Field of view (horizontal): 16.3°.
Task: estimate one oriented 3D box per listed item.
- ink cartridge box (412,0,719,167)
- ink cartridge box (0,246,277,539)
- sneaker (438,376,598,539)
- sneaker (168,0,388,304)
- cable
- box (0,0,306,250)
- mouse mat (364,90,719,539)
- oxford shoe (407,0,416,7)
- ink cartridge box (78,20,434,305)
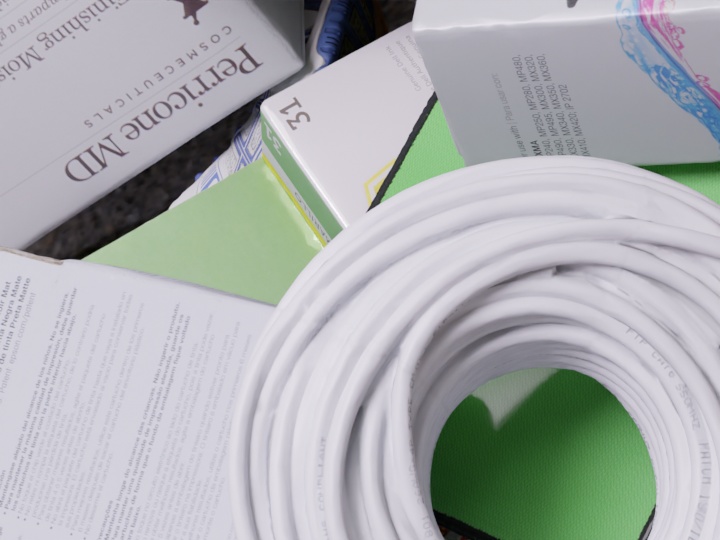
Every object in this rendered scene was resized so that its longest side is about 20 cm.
[{"bbox_3d":[0.128,-0.117,0.865,0.199,0.083,0.146,-2,55,19],"label":"ink cartridge box"},{"bbox_3d":[-0.085,0.102,0.890,0.199,0.041,0.201,13,82,35],"label":"ink cartridge box"},{"bbox_3d":[0.047,0.081,0.904,0.200,0.073,0.077,-41,34,-8],"label":"sneaker"},{"bbox_3d":[-0.040,-0.039,1.037,0.088,0.075,0.201,-6,53,27],"label":"sneaker"},{"bbox_3d":[0.060,0.063,0.792,0.199,0.069,0.201,28,83,4],"label":"cable"},{"bbox_3d":[-0.137,-0.132,1.077,0.198,0.131,0.200,-32,32,20],"label":"box"},{"bbox_3d":[0.068,-0.001,0.882,0.160,0.008,0.201,22,75,32],"label":"mouse mat"},{"bbox_3d":[0.049,-0.120,1.021,0.199,0.058,0.075,19,35,13],"label":"oxford shoe"},{"bbox_3d":[0.000,0.000,0.942,0.199,0.048,0.146,-29,68,-16],"label":"ink cartridge box"}]
